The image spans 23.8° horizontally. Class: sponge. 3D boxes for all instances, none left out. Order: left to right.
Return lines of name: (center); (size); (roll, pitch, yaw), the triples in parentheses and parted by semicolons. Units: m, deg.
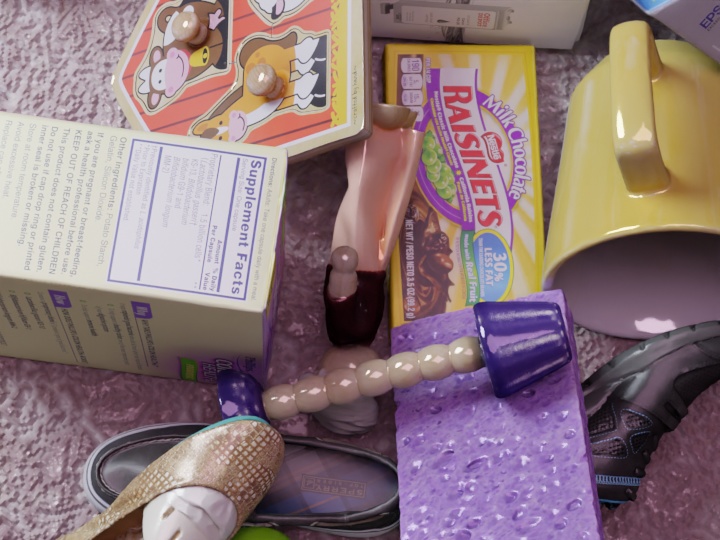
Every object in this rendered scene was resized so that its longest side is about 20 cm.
sponge: (0.076, 0.104, 0.979); (0.111, 0.030, 0.201); (-13, 48, 12)

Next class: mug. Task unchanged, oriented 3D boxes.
mug: (0.191, -0.064, 1.038); (0.149, 0.187, 0.154); (9, 62, -11)

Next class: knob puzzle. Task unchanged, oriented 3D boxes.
knob puzzle: (-0.083, -0.144, 1.060); (0.219, 0.030, 0.221); (-13, 67, 33)

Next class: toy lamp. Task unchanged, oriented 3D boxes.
toy lamp: (0.021, 0.059, 0.976); (0.199, 0.058, 0.058); (-13, 72, 7)

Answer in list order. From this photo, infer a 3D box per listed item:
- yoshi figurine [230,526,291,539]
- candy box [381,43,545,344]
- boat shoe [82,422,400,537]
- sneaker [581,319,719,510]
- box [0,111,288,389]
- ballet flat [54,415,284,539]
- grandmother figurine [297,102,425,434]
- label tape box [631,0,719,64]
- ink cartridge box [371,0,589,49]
yoshi figurine: (-0.013, 0.205, 0.975); (0.199, 0.113, 0.112); (13, 55, 4)
candy box: (0.067, -0.051, 1.100); (0.102, 0.026, 0.201); (1, 72, -6)
boat shoe: (-0.067, 0.122, 1.019); (0.199, 0.057, 0.069); (3, 72, -2)
sneaker: (0.157, 0.098, 1.038); (0.199, 0.073, 0.082); (-29, 79, -1)
box: (-0.146, -0.009, 0.995); (0.199, 0.176, 0.097); (8, 72, 0)
ballet flat: (-0.120, 0.158, 0.960); (0.200, 0.065, 0.070); (-38, 120, 20)
grandmother figurine: (0.000, 0.000, 1.035); (0.060, 0.121, 0.201); (7, 93, 17)
label tape box: (0.213, -0.189, 1.051); (0.066, 0.200, 0.144); (-45, 37, 22)
ink cartridge box: (0.053, -0.234, 1.130); (0.199, 0.083, 0.147); (4, 71, -2)
